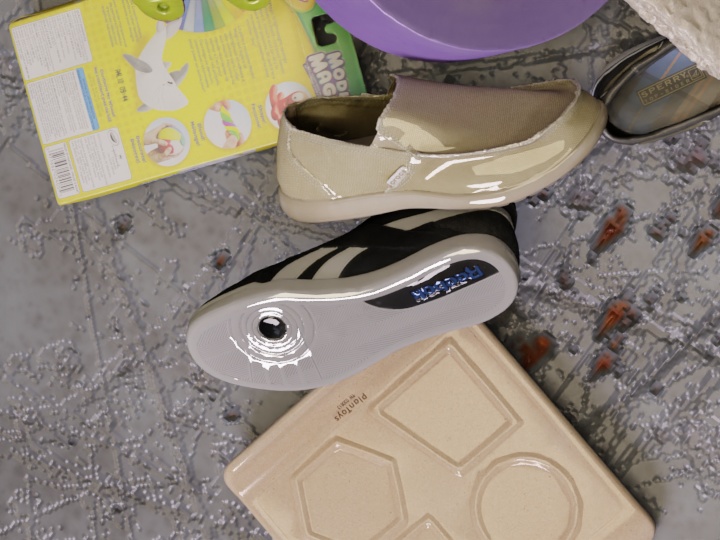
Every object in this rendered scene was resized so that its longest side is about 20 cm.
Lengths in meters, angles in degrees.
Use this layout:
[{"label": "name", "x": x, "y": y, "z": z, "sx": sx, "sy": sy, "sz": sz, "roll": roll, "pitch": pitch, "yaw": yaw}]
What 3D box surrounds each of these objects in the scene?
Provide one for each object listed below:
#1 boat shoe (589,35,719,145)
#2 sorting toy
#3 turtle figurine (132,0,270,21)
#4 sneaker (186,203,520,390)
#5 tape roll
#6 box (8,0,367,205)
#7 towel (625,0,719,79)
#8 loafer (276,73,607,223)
[{"label": "boat shoe", "x": 0.219, "y": -0.125, "z": 1.477, "sx": 0.200, "sy": 0.057, "sz": 0.069, "roll": -29, "pitch": 102, "yaw": 18}, {"label": "sorting toy", "x": 0.047, "y": 0.136, "z": 1.568, "sx": 0.185, "sy": 0.036, "sz": 0.200, "roll": -42, "pitch": 91, "yaw": 14}, {"label": "turtle figurine", "x": -0.097, "y": -0.217, "z": 1.521, "sx": 0.199, "sy": 0.064, "sz": 0.162, "roll": 3, "pitch": 53, "yaw": 0}, {"label": "sneaker", "x": 0.000, "y": 0.000, "z": 1.526, "sx": 0.200, "sy": 0.112, "sz": 0.073, "roll": -14, "pitch": 123, "yaw": 15}, {"label": "tape roll", "x": 0.056, "y": -0.217, "z": 1.453, "sx": 0.199, "sy": 0.085, "sz": 0.201, "roll": 0, "pitch": 90, "yaw": -17}, {"label": "box", "x": -0.098, "y": -0.120, "z": 1.563, "sx": 0.200, "sy": 0.048, "sz": 0.118, "roll": -14, "pitch": 92, "yaw": 16}, {"label": "towel", "x": 0.162, "y": -0.212, "z": 1.423, "sx": 0.200, "sy": 0.034, "sz": 0.133, "roll": 41, "pitch": 81, "yaw": -11}, {"label": "loafer", "x": 0.039, "y": -0.076, "z": 1.478, "sx": 0.200, "sy": 0.076, "sz": 0.068, "roll": -12, "pitch": 123, "yaw": 18}]
